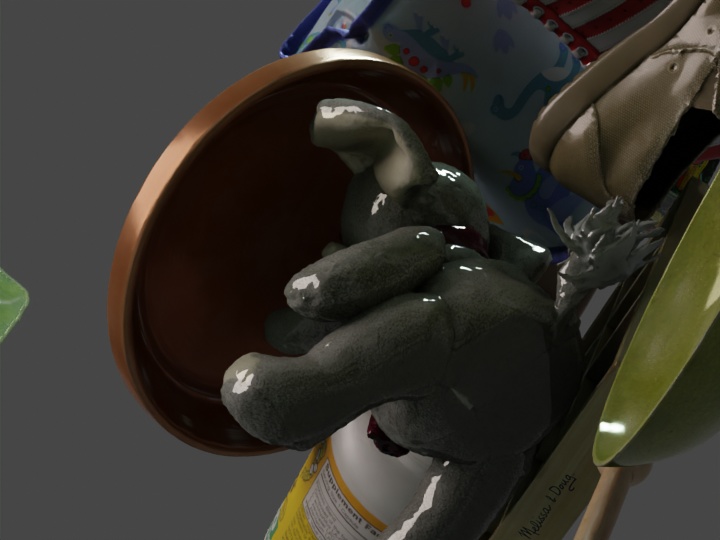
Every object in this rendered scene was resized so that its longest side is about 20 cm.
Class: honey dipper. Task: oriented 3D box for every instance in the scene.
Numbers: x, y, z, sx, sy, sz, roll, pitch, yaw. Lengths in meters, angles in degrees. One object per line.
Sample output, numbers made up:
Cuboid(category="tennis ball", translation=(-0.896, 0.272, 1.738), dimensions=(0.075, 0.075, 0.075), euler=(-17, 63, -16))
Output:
Cuboid(category="honey dipper", translation=(0.075, 0.115, 0.930), dimensions=(0.038, 0.038, 0.200), euler=(-61, -2, 32))

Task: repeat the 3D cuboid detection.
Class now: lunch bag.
Cuboid(category="lunch bag", translation=(0.086, -0.125, 1.306), dimensions=(0.200, 0.170, 0.127), euler=(-51, 17, -20))

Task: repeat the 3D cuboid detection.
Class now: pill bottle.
Cuboid(category="pill bottle", translation=(0.025, 0.118, 1.373), dimensions=(0.113, 0.112, 0.200), euler=(-62, 0, -43))

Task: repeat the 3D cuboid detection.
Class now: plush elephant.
Cuboid(category="plush elephant", translation=(0.021, 0.014, 1.135), dimensions=(0.200, 0.165, 0.155), euler=(-44, 37, 0))

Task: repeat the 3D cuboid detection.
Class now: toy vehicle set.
Cuboid(category="toy vehicle set", translation=(0.104, 0.064, 1.173), dimensions=(0.125, 0.026, 0.200), euler=(-62, 1, -43))

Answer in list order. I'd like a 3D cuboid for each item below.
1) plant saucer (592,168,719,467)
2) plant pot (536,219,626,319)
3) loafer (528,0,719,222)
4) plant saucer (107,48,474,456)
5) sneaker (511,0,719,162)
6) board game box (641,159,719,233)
Cuboid(category="plant saucer", translation=(0.145, -0.011, 0.936), dimensions=(0.201, 0.031, 0.200), euler=(-61, 1, 2))
Cuboid(category="plant pot", translation=(0.079, -0.070, 1.487), dimensions=(0.201, 0.174, 0.200), euler=(-59, -9, -14))
Cuboid(category="loafer", translation=(0.165, -0.095, 1.118), dimensions=(0.200, 0.068, 0.076), euler=(-43, -20, 18))
Cuboid(category="plant saucer", translation=(-0.033, -0.009, 1.193), dimensions=(0.199, 0.032, 0.201), euler=(-22, -52, -31))
Cuboid(category="sneaker", translation=(0.108, -0.116, 1.208), dimensions=(0.071, 0.199, 0.113), euler=(-69, -1, -54))
Cuboid(category="board game box", translation=(0.204, -0.115, 1.367), dimensions=(0.201, 0.023, 0.105), euler=(-61, -2, -11))
